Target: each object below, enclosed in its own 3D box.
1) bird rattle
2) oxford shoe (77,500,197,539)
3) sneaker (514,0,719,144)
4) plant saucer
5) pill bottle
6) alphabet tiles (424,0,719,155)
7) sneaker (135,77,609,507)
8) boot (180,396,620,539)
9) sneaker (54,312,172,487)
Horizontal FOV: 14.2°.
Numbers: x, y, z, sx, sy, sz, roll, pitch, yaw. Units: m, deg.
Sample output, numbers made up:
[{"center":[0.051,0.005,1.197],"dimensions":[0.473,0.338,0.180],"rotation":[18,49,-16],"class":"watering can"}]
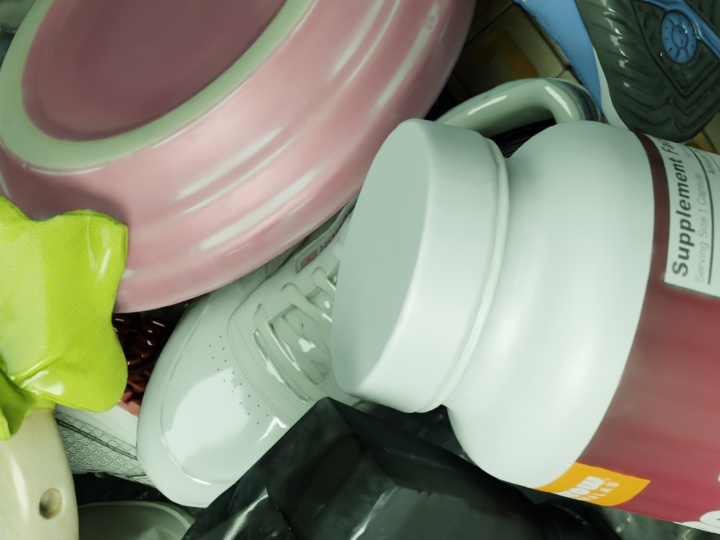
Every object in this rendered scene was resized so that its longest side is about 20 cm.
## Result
[{"center":[-0.126,0.071,0.980],"dimensions":[0.163,0.112,0.201],"rotation":[18,131,50],"class":"bird rattle"},{"center":[-0.144,0.131,1.055],"dimensions":[0.199,0.058,0.076],"rotation":[-15,72,20],"class":"oxford shoe"},{"center":[0.063,-0.126,0.957],"dimensions":[0.077,0.076,0.201],"rotation":[-37,68,44],"class":"sneaker"},{"center":[-0.055,-0.078,1.007],"dimensions":[0.200,0.051,0.201],"rotation":[-26,38,21],"class":"plant saucer"},{"center":[0.097,0.020,0.882],"dimensions":[0.199,0.113,0.113],"rotation":[14,84,-15],"class":"pill bottle"},{"center":[0.041,-0.063,1.037],"dimensions":[0.200,0.008,0.167],"rotation":[-40,67,12],"class":"alphabet tiles"},{"center":[0.000,0.000,0.965],"dimensions":[0.200,0.100,0.075],"rotation":[-42,82,-1],"class":"sneaker"},{"center":[-0.002,0.131,0.908],"dimensions":[0.066,0.200,0.165],"rotation":[30,93,26],"class":"boot"},{"center":[-0.125,0.052,1.063],"dimensions":[0.199,0.078,0.083],"rotation":[14,108,25],"class":"sneaker"}]
